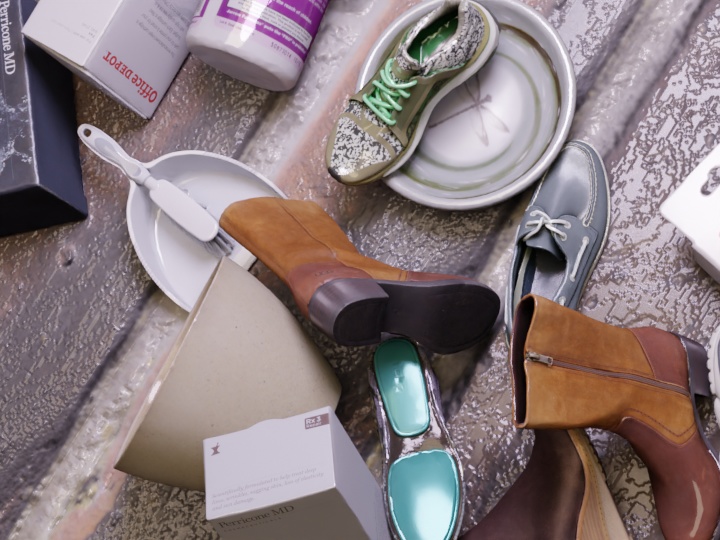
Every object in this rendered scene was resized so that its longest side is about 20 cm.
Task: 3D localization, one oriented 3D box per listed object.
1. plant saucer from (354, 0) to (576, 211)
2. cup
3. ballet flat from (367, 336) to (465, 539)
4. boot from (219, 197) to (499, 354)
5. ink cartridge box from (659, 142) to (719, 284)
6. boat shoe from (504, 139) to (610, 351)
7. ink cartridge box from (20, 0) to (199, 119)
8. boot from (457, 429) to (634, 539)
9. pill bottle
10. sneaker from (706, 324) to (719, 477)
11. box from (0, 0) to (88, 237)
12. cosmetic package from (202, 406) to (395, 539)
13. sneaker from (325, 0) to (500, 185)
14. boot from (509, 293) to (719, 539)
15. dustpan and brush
[{"bbox_3d":[0.094,-0.145,1.452,0.198,0.050,0.202,-4,76,15],"label":"plant saucer"},{"bbox_3d":[-0.101,0.109,1.392,0.143,0.200,0.201,29,86,-7],"label":"cup"},{"bbox_3d":[0.050,0.156,1.382,0.071,0.072,0.202,-15,62,12],"label":"ballet flat"},{"bbox_3d":[0.000,0.000,1.415,0.200,0.187,0.069,42,130,48],"label":"boot"},{"bbox_3d":[0.353,-0.017,1.341,0.117,0.067,0.200,-45,72,2],"label":"ink cartridge box"},{"bbox_3d":[0.165,-0.020,1.397,0.072,0.062,0.202,13,81,18],"label":"boat shoe"},{"bbox_3d":[-0.200,-0.261,1.510,0.086,0.146,0.201,31,87,21],"label":"ink cartridge box"},{"bbox_3d":[0.126,0.202,1.351,0.165,0.072,0.201,-24,76,7],"label":"boot"},{"bbox_3d":[-0.075,-0.275,1.497,0.112,0.112,0.201,20,84,19],"label":"pill bottle"},{"bbox_3d":[0.326,0.131,1.289,0.077,0.079,0.202,-11,86,-31],"label":"sneaker"},{"bbox_3d":[-0.376,-0.135,1.548,0.198,0.117,0.198,-12,74,11],"label":"box"},{"bbox_3d":[-0.040,0.203,1.326,0.112,0.200,0.082,-17,50,13],"label":"cosmetic package"},{"bbox_3d":[0.033,-0.162,1.400,0.077,0.089,0.200,39,90,20],"label":"sneaker"},{"bbox_3d":[0.201,0.125,1.280,0.068,0.199,0.190,-11,71,49],"label":"boot"},{"bbox_3d":[-0.180,-0.069,1.506,0.200,0.057,0.140,38,90,20],"label":"dustpan and brush"}]
